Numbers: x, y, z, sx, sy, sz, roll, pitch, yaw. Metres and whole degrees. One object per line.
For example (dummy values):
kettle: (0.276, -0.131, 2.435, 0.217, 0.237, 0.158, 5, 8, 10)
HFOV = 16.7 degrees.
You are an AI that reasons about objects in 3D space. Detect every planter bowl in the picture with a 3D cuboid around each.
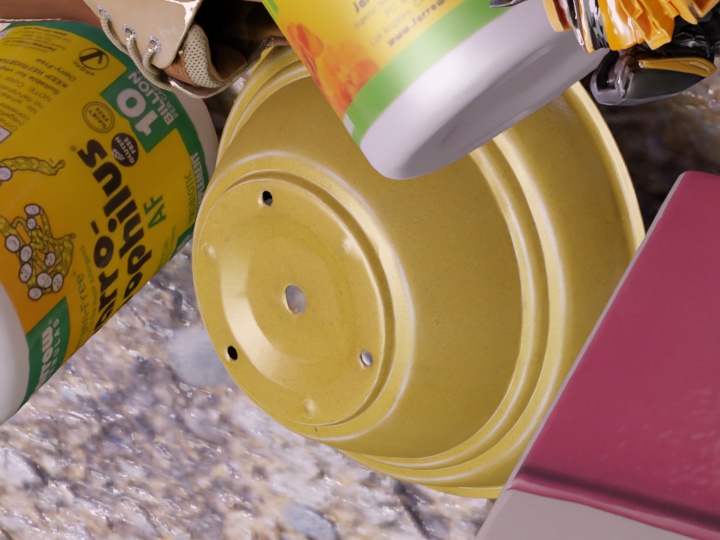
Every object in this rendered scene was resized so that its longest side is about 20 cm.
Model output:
planter bowl: (0.000, 0.000, 0.880, 0.199, 0.083, 0.202, 16, 116, 37)

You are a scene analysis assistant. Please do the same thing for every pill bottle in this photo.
pill bottle: (-0.148, -0.007, 0.919, 0.112, 0.200, 0.113, 20, 132, 23)
pill bottle: (-0.001, -0.139, 0.753, 0.201, 0.111, 0.111, 57, 137, 7)

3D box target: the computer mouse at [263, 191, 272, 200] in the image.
computer mouse: (0.004, -0.039, 0.937, 0.199, 0.034, 0.059, -17, 120, 40)

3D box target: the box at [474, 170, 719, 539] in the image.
box: (0.118, 0.083, 0.757, 0.108, 0.200, 0.129, 12, 133, 23)

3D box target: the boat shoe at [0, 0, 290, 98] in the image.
boat shoe: (-0.060, -0.101, 0.857, 0.199, 0.074, 0.076, -4, 166, 27)

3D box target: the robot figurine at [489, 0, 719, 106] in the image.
robot figurine: (0.098, -0.142, 0.662, 0.145, 0.200, 0.058, 50, 154, -21)
